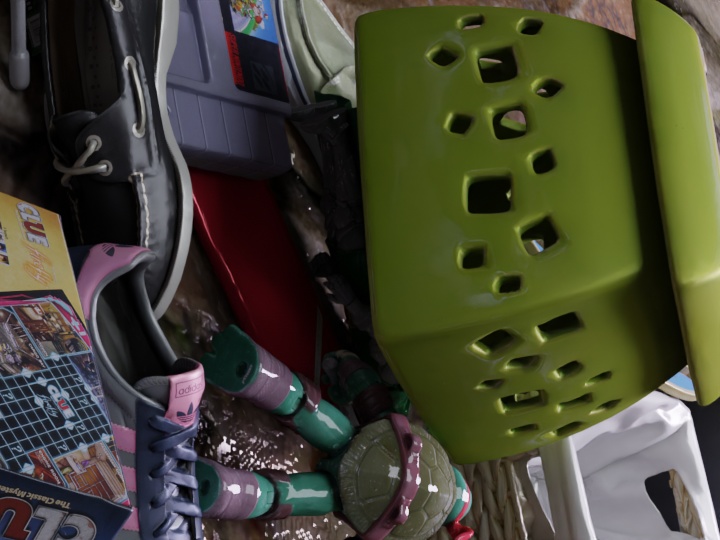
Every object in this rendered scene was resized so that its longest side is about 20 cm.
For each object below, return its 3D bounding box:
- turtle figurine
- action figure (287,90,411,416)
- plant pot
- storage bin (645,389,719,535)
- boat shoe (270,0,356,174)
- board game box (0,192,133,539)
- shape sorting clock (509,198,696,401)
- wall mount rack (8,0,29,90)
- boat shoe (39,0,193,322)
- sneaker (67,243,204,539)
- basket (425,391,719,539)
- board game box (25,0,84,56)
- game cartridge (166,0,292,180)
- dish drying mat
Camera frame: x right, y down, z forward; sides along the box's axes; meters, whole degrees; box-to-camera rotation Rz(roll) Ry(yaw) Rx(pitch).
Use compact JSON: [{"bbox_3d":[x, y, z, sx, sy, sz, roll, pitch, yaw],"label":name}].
[{"bbox_3d":[-0.006,0.108,0.951,0.200,0.100,0.150,26,59,-41],"label":"turtle figurine"},{"bbox_3d":[0.000,0.000,1.054,0.118,0.054,0.201,-131,-154,-72],"label":"action figure"},{"bbox_3d":[0.109,-0.025,0.967,0.199,0.181,0.201,60,25,-61],"label":"plant pot"},{"bbox_3d":[0.261,0.163,1.281,0.145,0.134,0.201,27,59,-31],"label":"storage bin"},{"bbox_3d":[-0.002,-0.100,1.120,0.201,0.062,0.072,63,31,-13],"label":"boat shoe"},{"bbox_3d":[-0.167,0.020,0.678,0.135,0.035,0.200,22,24,-29],"label":"board game box"},{"bbox_3d":[0.172,0.008,1.227,0.200,0.039,0.200,36,24,-19],"label":"shape sorting clock"},{"bbox_3d":[-0.206,-0.144,0.805,0.174,0.074,0.200,57,32,-16],"label":"wall mount rack"},{"bbox_3d":[-0.126,-0.072,0.877,0.060,0.074,0.201,10,78,-52],"label":"boat shoe"},{"bbox_3d":[-0.102,0.083,0.828,0.070,0.082,0.201,-31,100,-60],"label":"sneaker"},{"bbox_3d":[0.131,0.153,1.132,0.200,0.123,0.136,11,64,-56],"label":"basket"},{"bbox_3d":[-0.125,-0.168,0.998,0.200,0.023,0.105,-9,83,-60],"label":"board game box"},{"bbox_3d":[-0.096,-0.154,0.986,0.129,0.038,0.201,5,70,-54],"label":"game cartridge"},{"bbox_3d":[-0.060,-0.010,1.016,0.077,0.018,0.201,-34,103,-57],"label":"dish drying mat"}]
